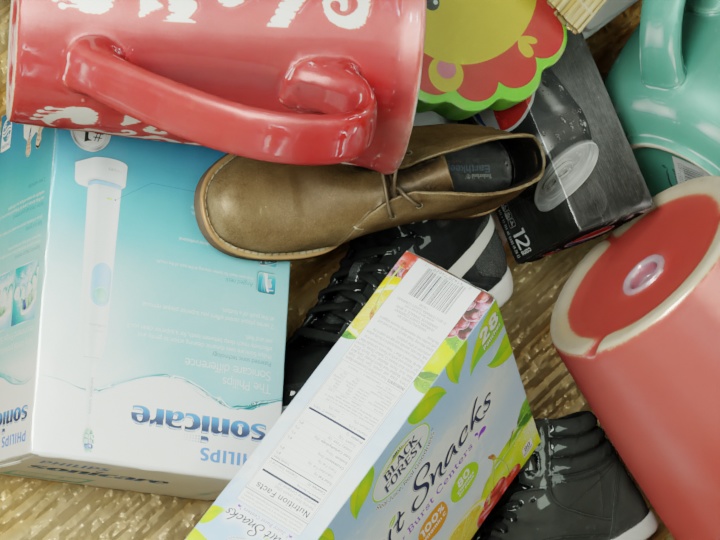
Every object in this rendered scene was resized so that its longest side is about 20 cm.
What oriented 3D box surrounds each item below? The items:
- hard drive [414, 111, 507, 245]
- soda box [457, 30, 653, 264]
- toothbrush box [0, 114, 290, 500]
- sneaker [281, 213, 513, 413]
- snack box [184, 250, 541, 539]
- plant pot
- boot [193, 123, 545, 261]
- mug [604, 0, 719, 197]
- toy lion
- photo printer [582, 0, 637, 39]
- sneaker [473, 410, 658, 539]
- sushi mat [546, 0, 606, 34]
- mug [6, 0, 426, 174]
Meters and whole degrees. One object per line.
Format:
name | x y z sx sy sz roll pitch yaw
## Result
hard drive | 0.027 -0.116 1.519 0.200 0.026 0.132 34 65 -20
soda box | 0.095 -0.111 1.496 0.071 0.063 0.201 -18 82 -39
toothbrush box | -0.120 0.015 1.370 0.146 0.085 0.201 9 75 -29
sneaker | 0.000 0.000 1.438 0.200 0.073 0.112 -33 117 -39
snack box | 0.007 0.117 1.367 0.200 0.068 0.169 -53 152 -20
plant pot | 0.218 0.055 1.489 0.177 0.200 0.201 45 62 -20
boot | 0.008 -0.051 1.367 0.199 0.075 0.074 -11 90 -27
mug | 0.210 -0.101 1.551 0.185 0.152 0.115 40 68 -13
toy lion | 0.019 -0.158 1.416 0.200 0.069 0.192 -42 98 -21
photo printer | 0.127 -0.258 1.580 0.166 0.069 0.200 -35 99 -31
sneaker | 0.082 0.146 1.476 0.200 0.071 0.100 -26 92 -38
sushi mat | 0.147 -0.231 1.458 0.096 0.012 0.200 50 62 -17
mug | -0.073 -0.122 1.268 0.199 0.178 0.134 4 92 -9
